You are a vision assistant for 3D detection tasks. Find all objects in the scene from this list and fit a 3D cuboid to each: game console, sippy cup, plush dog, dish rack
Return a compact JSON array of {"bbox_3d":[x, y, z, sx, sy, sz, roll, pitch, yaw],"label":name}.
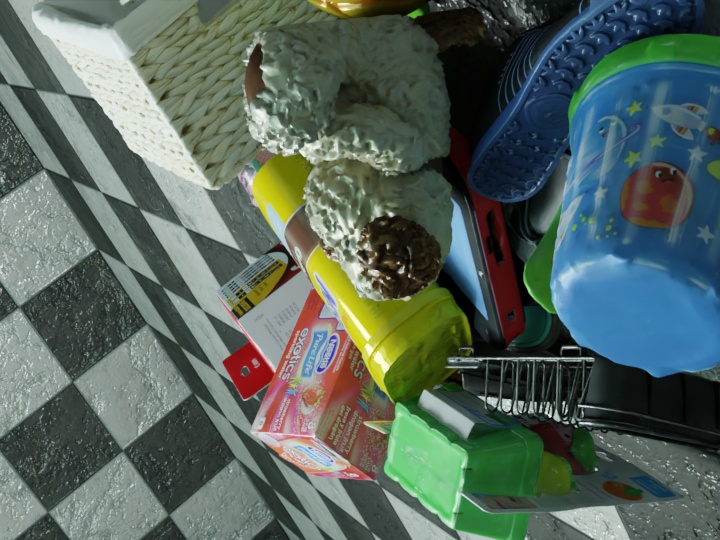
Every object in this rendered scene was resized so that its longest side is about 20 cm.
[{"bbox_3d":[0.057,-0.047,0.811,0.177,0.031,0.202,46,162,43],"label":"game console"},{"bbox_3d":[0.158,-0.025,0.542,0.137,0.132,0.179,18,149,14],"label":"sippy cup"},{"bbox_3d":[0.012,-0.067,0.670,0.200,0.157,0.175,-133,34,-81],"label":"plush dog"},{"bbox_3d":[0.163,0.093,0.786,0.151,0.056,0.199,16,168,-34],"label":"dish rack"}]

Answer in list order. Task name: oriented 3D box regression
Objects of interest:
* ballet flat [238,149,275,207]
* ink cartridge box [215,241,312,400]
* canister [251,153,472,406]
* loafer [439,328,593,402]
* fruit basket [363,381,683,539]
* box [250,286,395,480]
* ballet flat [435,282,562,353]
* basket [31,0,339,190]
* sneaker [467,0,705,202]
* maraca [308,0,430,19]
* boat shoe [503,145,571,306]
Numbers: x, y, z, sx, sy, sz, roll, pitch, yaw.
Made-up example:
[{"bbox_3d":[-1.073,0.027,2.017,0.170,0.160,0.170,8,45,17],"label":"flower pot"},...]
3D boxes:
[{"bbox_3d":[-0.090,-0.108,1.022,0.072,0.068,0.200,58,-176,-12],"label":"ballet flat"},{"bbox_3d":[-0.102,0.047,1.243,0.084,0.175,0.200,54,172,-15],"label":"ink cartridge box"},{"bbox_3d":[0.000,0.000,0.888,0.201,0.086,0.149,53,175,21],"label":"canister"},{"bbox_3d":[0.112,0.087,0.951,0.197,0.072,0.074,4,111,40],"label":"loafer"},{"bbox_3d":[0.128,0.143,0.855,0.185,0.197,0.096,28,117,58],"label":"fruit basket"},{"bbox_3d":[-0.011,0.093,1.038,0.099,0.203,0.095,-7,142,46],"label":"box"},{"bbox_3d":[0.116,0.026,0.919,0.199,0.073,0.074,20,144,52],"label":"ballet flat"},{"bbox_3d":[-0.131,-0.200,0.891,0.199,0.198,0.162,24,152,53],"label":"basket"},{"bbox_3d":[0.122,-0.123,0.621,0.069,0.079,0.200,21,145,-18],"label":"sneaker"},{"bbox_3d":[0.000,-0.213,0.692,0.135,0.108,0.200,28,175,1],"label":"maraca"},{"bbox_3d":[0.139,-0.029,0.757,0.075,0.062,0.201,48,161,15],"label":"boat shoe"}]
